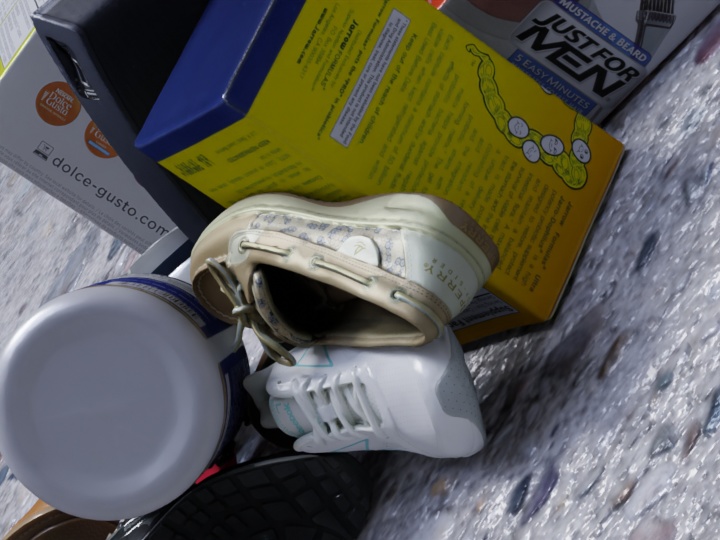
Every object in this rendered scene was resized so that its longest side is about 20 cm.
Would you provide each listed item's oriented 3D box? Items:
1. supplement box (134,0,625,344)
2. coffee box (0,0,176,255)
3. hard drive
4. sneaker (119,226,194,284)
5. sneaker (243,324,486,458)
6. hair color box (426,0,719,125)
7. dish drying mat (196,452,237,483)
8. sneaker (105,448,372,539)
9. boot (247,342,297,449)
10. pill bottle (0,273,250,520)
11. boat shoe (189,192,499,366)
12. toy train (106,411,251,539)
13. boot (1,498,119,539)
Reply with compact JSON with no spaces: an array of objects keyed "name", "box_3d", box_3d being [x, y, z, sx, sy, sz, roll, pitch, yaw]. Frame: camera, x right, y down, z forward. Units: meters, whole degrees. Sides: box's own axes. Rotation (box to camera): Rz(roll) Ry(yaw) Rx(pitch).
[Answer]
[{"name":"supplement box","box_3d":[0.010,-0.062,1.263,0.109,0.200,0.110,-19,41,60]},{"name":"coffee box","box_3d":[-0.145,-0.142,1.763,0.198,0.200,0.200,-53,19,7]},{"name":"hard drive","box_3d":[-0.068,-0.095,1.344,0.135,0.200,0.042,-40,33,-7]},{"name":"sneaker","box_3d":[-0.129,0.053,1.482,0.200,0.081,0.076,-44,1,34]},{"name":"sneaker","box_3d":[0.002,0.065,1.247,0.080,0.070,0.200,-19,5,-18]},{"name":"hair color box","box_3d":[0.121,-0.159,1.286,0.200,0.111,0.064,-47,21,28]},{"name":"dish drying mat","box_3d":[-0.086,0.176,1.403,0.077,0.018,0.200,-50,21,18]},{"name":"sneaker","box_3d":[-0.079,0.132,1.338,0.200,0.076,0.088,-30,21,23]},{"name":"boot","box_3d":[0.000,0.000,1.401,0.200,0.074,0.075,-55,10,12]},{"name":"pill bottle","box_3d":[-0.117,0.060,1.324,0.116,0.116,0.200,-55,-2,4]},{"name":"boat shoe","box_3d":[-0.022,0.006,1.211,0.200,0.073,0.063,-9,43,51]},{"name":"toy train","box_3d":[-0.121,0.143,1.455,0.200,0.034,0.046,-56,16,2]},{"name":"boot","box_3d":[-0.160,0.114,1.579,0.200,0.077,0.155,-49,22,14]}]
